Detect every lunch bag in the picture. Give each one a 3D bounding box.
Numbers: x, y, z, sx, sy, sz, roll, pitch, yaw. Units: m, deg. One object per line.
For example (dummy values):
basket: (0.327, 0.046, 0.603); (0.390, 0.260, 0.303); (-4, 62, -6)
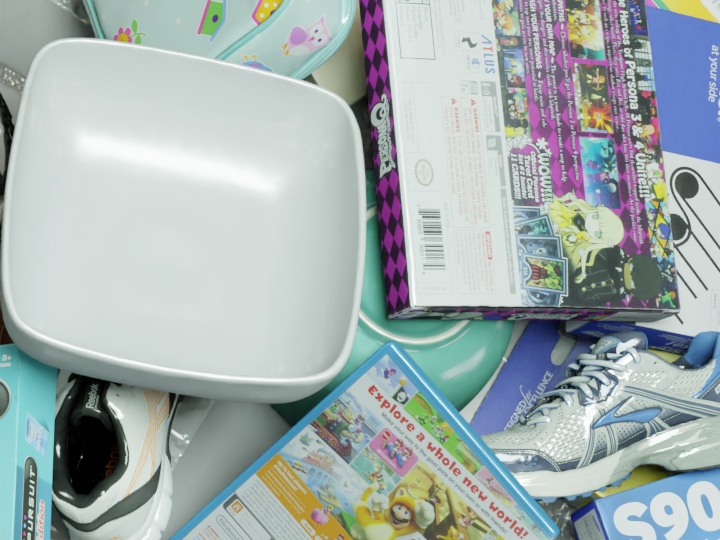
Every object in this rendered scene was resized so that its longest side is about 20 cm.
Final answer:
lunch bag: (-0.094, -0.183, 1.634); (0.077, 0.160, 0.201); (18, 43, -46)

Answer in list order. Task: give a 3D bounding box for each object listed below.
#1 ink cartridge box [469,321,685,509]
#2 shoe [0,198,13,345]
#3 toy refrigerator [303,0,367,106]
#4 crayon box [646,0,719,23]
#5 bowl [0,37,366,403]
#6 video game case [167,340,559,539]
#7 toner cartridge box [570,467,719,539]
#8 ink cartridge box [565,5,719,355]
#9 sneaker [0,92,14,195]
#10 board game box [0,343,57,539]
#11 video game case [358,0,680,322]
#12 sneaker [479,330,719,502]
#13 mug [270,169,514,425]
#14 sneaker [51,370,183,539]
ink cartridge box: (0.196, 0.073, 1.699); (0.200, 0.047, 0.198); (34, 67, -5)
shoe: (-0.212, 0.045, 1.584); (0.070, 0.053, 0.201); (14, 68, -11)
toy refrigerator: (0.030, -0.182, 1.707); (0.200, 0.070, 0.076); (-38, 108, -16)
crayon box: (0.148, -0.146, 1.753); (0.200, 0.058, 0.119); (-40, 86, -23)
bowl: (-0.101, -0.017, 1.525); (0.199, 0.075, 0.201); (10, 58, -12)
video game case: (-0.008, 0.157, 1.564); (0.200, 0.018, 0.143); (-42, 85, 12)
toner cartridge box: (0.232, 0.156, 1.636); (0.199, 0.043, 0.095); (-15, 78, -21)
ink cartridge box: (0.180, -0.055, 1.680); (0.094, 0.044, 0.201); (11, 73, -19)
sneaker: (-0.261, -0.125, 1.630); (0.080, 0.074, 0.201); (-25, 75, -8)
board game box: (-0.242, 0.148, 1.501); (0.150, 0.047, 0.201); (-8, 70, 20)
video game case: (0.091, -0.071, 1.595); (0.180, 0.036, 0.201); (0, 77, -28)
sneaker: (0.137, 0.077, 1.608); (0.199, 0.077, 0.086); (-11, 100, -23)
mug: (0.000, 0.011, 1.624); (0.184, 0.114, 0.153); (27, 66, -6)
sneaker: (-0.135, 0.059, 1.570); (0.073, 0.080, 0.201); (-4, 67, 13)
